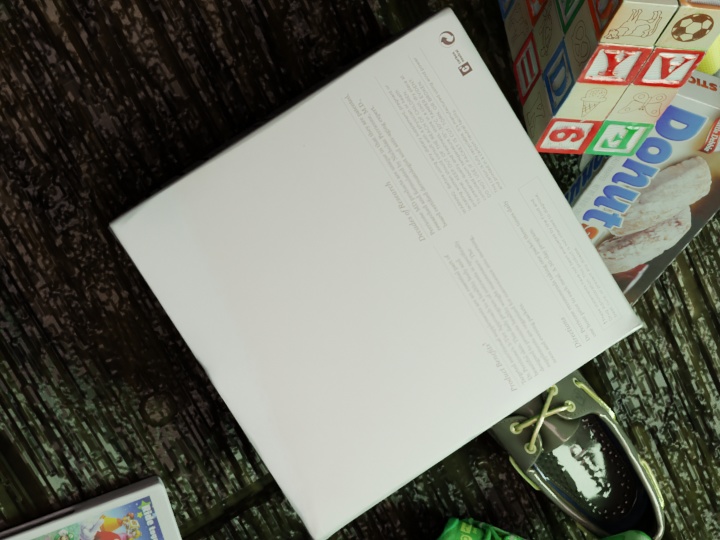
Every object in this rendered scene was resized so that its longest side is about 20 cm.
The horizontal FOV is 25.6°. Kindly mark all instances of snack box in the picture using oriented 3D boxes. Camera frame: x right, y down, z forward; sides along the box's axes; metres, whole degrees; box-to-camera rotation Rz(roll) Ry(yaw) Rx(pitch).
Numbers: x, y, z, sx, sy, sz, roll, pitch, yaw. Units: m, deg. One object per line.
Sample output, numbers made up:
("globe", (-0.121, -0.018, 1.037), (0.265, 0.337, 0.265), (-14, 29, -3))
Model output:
("snack box", (0.157, -0.040, 0.884), (0.072, 0.200, 0.024), (18, 56, -9))

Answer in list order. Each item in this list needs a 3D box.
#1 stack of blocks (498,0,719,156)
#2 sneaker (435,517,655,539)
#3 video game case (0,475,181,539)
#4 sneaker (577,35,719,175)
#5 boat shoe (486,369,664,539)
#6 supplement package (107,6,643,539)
("stack of blocks", (0.115, -0.173, 0.811), (0.058, 0.200, 0.115), (2, 147, -18))
("sneaker", (0.081, 0.188, 0.950), (0.199, 0.074, 0.084), (-16, 99, 9))
("video game case", (-0.191, 0.218, 0.925), (0.200, 0.018, 0.144), (-19, 108, -11))
("sneaker", (0.183, -0.130, 0.869), (0.084, 0.075, 0.200), (17, 126, 4))
("boat shoe", (0.117, 0.093, 0.964), (0.072, 0.060, 0.202), (-43, 111, -2))
("supplement package", (0.000, 0.000, 0.841), (0.200, 0.147, 0.192), (-33, 97, -7))
